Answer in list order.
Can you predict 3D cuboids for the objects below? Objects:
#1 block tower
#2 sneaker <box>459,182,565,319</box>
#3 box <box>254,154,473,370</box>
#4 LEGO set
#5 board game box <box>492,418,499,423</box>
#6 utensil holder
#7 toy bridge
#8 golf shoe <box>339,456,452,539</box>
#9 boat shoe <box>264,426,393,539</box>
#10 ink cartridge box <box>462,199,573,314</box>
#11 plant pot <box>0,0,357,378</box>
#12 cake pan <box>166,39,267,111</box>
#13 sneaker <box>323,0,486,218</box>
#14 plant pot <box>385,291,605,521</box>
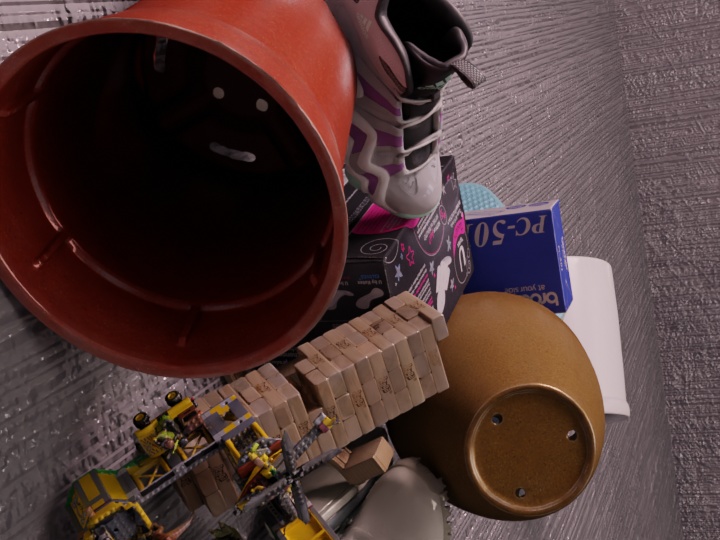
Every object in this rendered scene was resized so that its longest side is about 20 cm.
[{"bbox_3d":[-0.034,0.086,0.698,0.199,0.054,0.058,-28,119,-18],"label":"block tower"},{"bbox_3d":[0.151,0.012,1.172,0.131,0.079,0.201,98,-32,-53],"label":"sneaker"},{"bbox_3d":[0.000,0.000,0.853,0.200,0.131,0.115,-54,137,-57],"label":"box"},{"bbox_3d":[-0.067,0.176,0.608,0.153,0.116,0.201,-26,124,-19],"label":"LEGO set"},{"bbox_3d":[0.128,0.060,1.097,0.199,0.041,0.201,21,-54,66],"label":"board game box"},{"bbox_3d":[0.257,0.098,1.395,0.170,0.169,0.201,28,57,-63],"label":"utensil holder"},{"bbox_3d":[-0.056,0.081,0.768,0.200,0.067,0.027,54,31,-15],"label":"toy bridge"},{"bbox_3d":[-0.002,0.232,0.783,0.097,0.078,0.201,0,117,-55],"label":"golf shoe"},{"bbox_3d":[-0.015,0.185,0.850,0.200,0.072,0.062,-35,113,-70],"label":"boat shoe"},{"bbox_3d":[0.085,-0.003,0.963,0.044,0.199,0.095,-36,118,-66],"label":"ink cartridge box"},{"bbox_3d":[-0.088,-0.077,0.611,0.196,0.199,0.202,-72,148,-57],"label":"plant pot"},{"bbox_3d":[-0.047,-0.182,0.754,0.037,0.200,0.201,49,-7,45],"label":"cake pan"},{"bbox_3d":[0.036,-0.115,0.698,0.078,0.140,0.201,-42,121,-25],"label":"sneaker"},{"bbox_3d":[0.114,0.115,0.826,0.200,0.185,0.188,-118,-158,-87],"label":"plant pot"}]
